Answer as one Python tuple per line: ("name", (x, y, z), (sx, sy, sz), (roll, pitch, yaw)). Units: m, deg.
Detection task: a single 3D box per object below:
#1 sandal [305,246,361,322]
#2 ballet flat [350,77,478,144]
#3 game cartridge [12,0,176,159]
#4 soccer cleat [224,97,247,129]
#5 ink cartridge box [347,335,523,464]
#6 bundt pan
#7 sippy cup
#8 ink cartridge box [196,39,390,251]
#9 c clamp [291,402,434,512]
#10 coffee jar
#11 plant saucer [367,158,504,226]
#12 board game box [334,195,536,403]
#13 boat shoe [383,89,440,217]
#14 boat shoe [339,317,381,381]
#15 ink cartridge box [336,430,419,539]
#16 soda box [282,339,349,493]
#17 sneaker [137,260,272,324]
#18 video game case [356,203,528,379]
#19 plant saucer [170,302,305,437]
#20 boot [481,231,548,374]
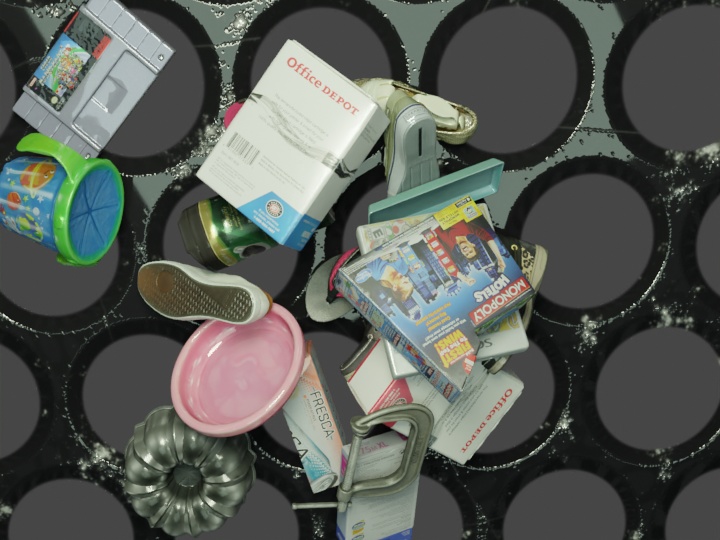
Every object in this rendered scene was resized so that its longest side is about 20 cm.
("sandal", (0.000, 0.000, 1.297), (0.198, 0.045, 0.076), (-35, 90, 15))
("ballet flat", (0.061, -0.214, 1.238), (0.196, 0.075, 0.069), (14, 82, -4))
("game cartridge", (-0.349, -0.249, 1.241), (0.129, 0.038, 0.201), (37, 101, -15))
("soccer cleat", (-0.083, -0.175, 1.251), (0.196, 0.087, 0.071), (9, 71, 17))
("ink cartridge box", (0.104, 0.155, 1.297), (0.198, 0.084, 0.146), (31, 101, -34))
("bundt pan", (-0.248, 0.295, 1.368), (0.197, 0.076, 0.207), (-1, 105, -2))
("sippy cup", (-0.395, -0.087, 1.232), (0.128, 0.139, 0.182), (13, 102, 16))
("ink cartridge box", (-0.079, -0.149, 1.154), (0.144, 0.084, 0.202), (37, 95, 15))
("c clamp", (0.012, 0.250, 1.252), (0.167, 0.027, 0.203), (3, 126, -21))
("coffee jar", (-0.137, -0.070, 1.256), (0.196, 0.104, 0.087), (-22, 77, 4))
("plant saucer", (0.096, -0.096, 1.259), (0.197, 0.070, 0.019), (-22, 62, -12))
("board game box", (0.102, 0.044, 1.156), (0.198, 0.062, 0.202), (-28, 75, -17))
("boat shoe", (0.063, -0.149, 1.232), (0.071, 0.063, 0.202), (-19, 147, -15))
("boat shoe", (0.036, 0.066, 1.319), (0.065, 0.072, 0.200), (43, 97, -5))
("ink cartridge box", (0.025, 0.323, 1.362), (0.117, 0.042, 0.204), (-12, 122, -25))
("soda box", (-0.069, 0.207, 1.355), (0.067, 0.064, 0.204), (-18, 104, 3))
("sneaker", (-0.211, 0.035, 1.301), (0.196, 0.084, 0.074), (15, 96, 22))
("video game case", (0.102, 0.023, 1.209), (0.178, 0.023, 0.204), (-10, 70, -11))
("plant saucer", (-0.159, 0.137, 1.284), (0.198, 0.203, 0.051), (-27, 137, 6))
("boot", (0.159, 0.023, 1.271), (0.148, 0.073, 0.203), (27, 65, -5))
